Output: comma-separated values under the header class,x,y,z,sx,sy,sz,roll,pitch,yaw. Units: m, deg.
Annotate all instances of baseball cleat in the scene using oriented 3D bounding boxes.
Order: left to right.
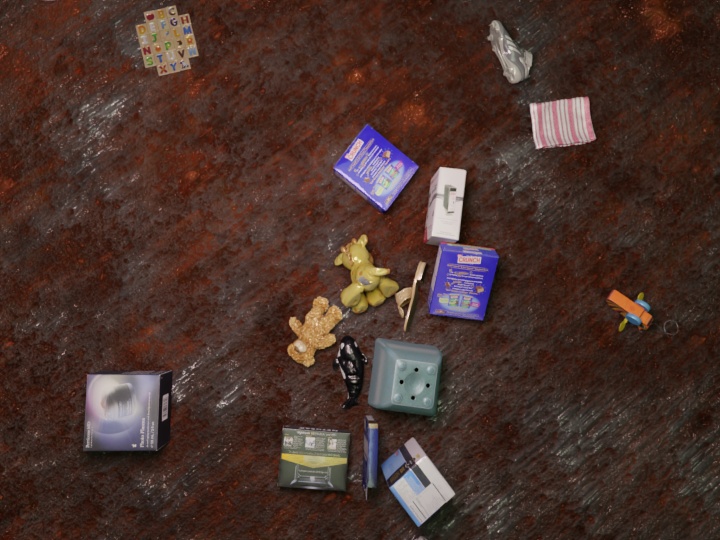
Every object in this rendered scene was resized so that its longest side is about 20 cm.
class,x,y,z,sx,sy,sz,roll,pitch,yaw
baseball cleat,0.473,-0.691,1.648,0.105,0.070,0.204,-22,97,-13

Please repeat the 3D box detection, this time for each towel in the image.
class,x,y,z,sx,sy,sz,roll,pitch,yaw
towel,0.636,-0.467,1.654,0.195,0.030,0.150,-8,85,-5

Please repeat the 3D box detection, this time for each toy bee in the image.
class,x,y,z,sx,sy,sz,roll,pitch,yaw
toy bee,0.837,0.145,1.594,0.130,0.109,0.202,-32,64,2

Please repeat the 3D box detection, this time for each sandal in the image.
class,x,y,z,sx,sy,sz,roll,pitch,yaw
sandal,0.136,0.071,1.558,0.068,0.078,0.216,15,78,17

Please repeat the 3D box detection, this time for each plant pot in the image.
class,x,y,z,sx,sy,sz,roll,pitch,yaw
plant pot,0.135,0.305,1.464,0.191,0.200,0.201,8,85,-4

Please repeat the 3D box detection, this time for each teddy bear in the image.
class,x,y,z,sx,sy,sz,roll,pitch,yaw
teddy bear,-0.136,0.174,1.519,0.199,0.067,0.146,-39,87,-7

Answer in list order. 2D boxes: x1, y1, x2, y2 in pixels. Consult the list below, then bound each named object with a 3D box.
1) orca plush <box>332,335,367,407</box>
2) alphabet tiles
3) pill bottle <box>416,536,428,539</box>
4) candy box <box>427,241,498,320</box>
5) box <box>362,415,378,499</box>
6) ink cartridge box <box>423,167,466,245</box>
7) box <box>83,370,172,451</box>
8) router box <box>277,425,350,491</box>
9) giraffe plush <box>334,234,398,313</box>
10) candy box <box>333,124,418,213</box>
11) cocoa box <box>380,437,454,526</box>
class,x,y,z,sx,sy,sz,roll,pitch,yaw
orca plush,-0.032,0.294,1.515,0.103,0.071,0.205,10,85,-4
alphabet tiles,-0.584,-0.695,1.586,0.163,0.006,0.204,-15,86,-5
pill bottle,0.145,0.861,1.461,0.114,0.114,0.200,42,84,0
candy box,0.293,0.030,1.523,0.165,0.077,0.204,8,113,-4
box,0.027,0.522,1.476,0.032,0.121,0.205,3,85,-5
ink cartridge box,0.245,-0.183,1.540,0.081,0.147,0.205,8,84,-3
box,-0.632,0.380,1.436,0.194,0.123,0.205,0,85,-3
router box,-0.132,0.533,1.496,0.195,0.052,0.161,6,84,-4
giraffe plush,0.000,0.000,1.513,0.170,0.201,0.164,-23,58,-3
candy box,0.044,-0.299,1.561,0.199,0.077,0.170,39,84,-2
cocoa box,0.150,0.573,1.442,0.131,0.200,0.134,-38,90,-6
